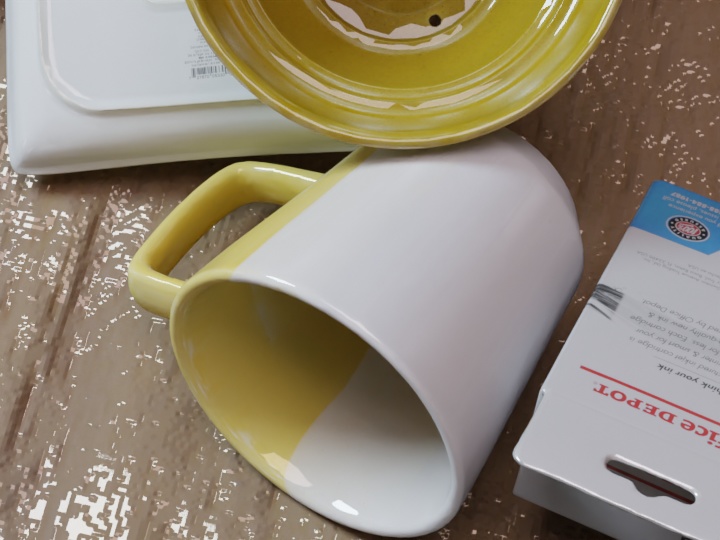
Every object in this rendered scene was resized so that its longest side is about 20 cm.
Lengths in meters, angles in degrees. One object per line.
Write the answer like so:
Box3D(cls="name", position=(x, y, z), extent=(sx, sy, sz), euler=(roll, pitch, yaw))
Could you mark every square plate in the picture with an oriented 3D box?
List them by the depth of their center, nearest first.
Box3D(cls="square plate", position=(-0.073, -0.150, 1.207), extent=(0.200, 0.028, 0.198), euler=(-4, 84, 8))

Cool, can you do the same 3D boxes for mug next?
Box3D(cls="mug", position=(0.006, -0.001, 1.134), extent=(0.187, 0.149, 0.153), euler=(38, 58, 5))

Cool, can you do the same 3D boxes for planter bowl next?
Box3D(cls="planter bowl", position=(0.019, -0.149, 1.140), extent=(0.200, 0.083, 0.201), euler=(0, 87, 1))

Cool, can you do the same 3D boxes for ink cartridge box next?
Box3D(cls="ink cartridge box", position=(0.141, 0.060, 1.113), extent=(0.116, 0.067, 0.200), euler=(23, 44, 11))
